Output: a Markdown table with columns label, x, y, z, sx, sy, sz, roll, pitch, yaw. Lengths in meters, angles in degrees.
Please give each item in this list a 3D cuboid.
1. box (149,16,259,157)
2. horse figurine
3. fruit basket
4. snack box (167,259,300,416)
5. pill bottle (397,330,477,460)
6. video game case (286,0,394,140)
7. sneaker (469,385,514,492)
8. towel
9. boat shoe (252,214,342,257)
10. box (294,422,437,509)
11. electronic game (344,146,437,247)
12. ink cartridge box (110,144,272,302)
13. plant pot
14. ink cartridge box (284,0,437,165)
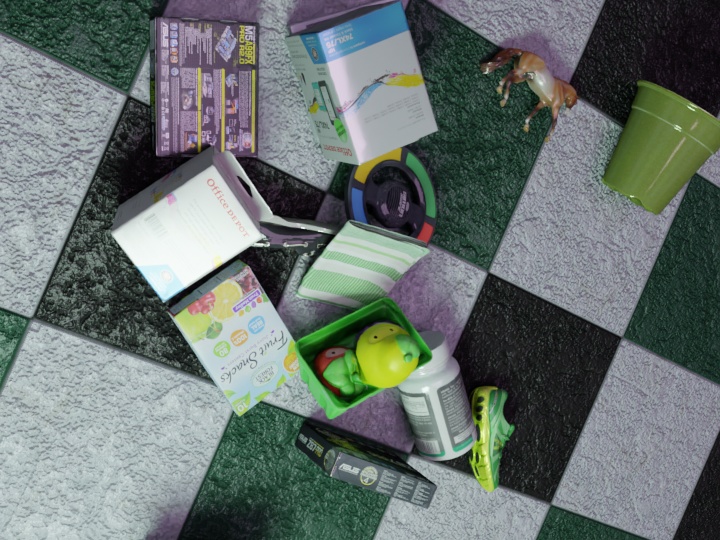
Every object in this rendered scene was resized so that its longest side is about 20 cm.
| label | x | y | z | sx | sy | sz | roll | pitch | yaw |
| --- | --- | --- | --- | --- | --- | --- | --- | --- | --- |
| box | -0.232 | -0.270 | 1.398 | 0.158 | 0.044 | 0.203 | -4 | 102 | -25 |
| horse figurine | 0.299 | -0.318 | 1.626 | 0.200 | 0.050 | 0.133 | 39 | 71 | -20 |
| fruit basket | 0.016 | 0.128 | 1.463 | 0.214 | 0.216 | 0.156 | -31 | 69 | -16 |
| snack box | -0.192 | 0.106 | 1.485 | 0.142 | 0.053 | 0.201 | -35 | 113 | -14 |
| pill bottle | 0.127 | 0.215 | 1.620 | 0.112 | 0.113 | 0.202 | -23 | 109 | -19 |
| video game case | -0.005 | -0.325 | 1.503 | 0.198 | 0.023 | 0.184 | -21 | 108 | -20 |
| sneaker | 0.245 | 0.310 | 1.716 | 0.083 | 0.074 | 0.203 | -5 | 102 | -20 |
| towel | 0.000 | 0.000 | 1.496 | 0.151 | 0.200 | 0.024 | 15 | 51 | -25 |
| boat shoe | -0.102 | -0.052 | 1.485 | 0.198 | 0.074 | 0.061 | 9 | 97 | -24 |
| box | 0.007 | 0.324 | 1.560 | 0.199 | 0.161 | 0.050 | 25 | 90 | -26 |
| electronic game | 0.052 | -0.109 | 1.531 | 0.198 | 0.041 | 0.203 | 5 | 82 | -41 |
| ink cartridge box | -0.238 | -0.077 | 1.358 | 0.199 | 0.125 | 0.129 | -32 | 113 | 3 |
| plant pot | 0.538 | -0.212 | 1.703 | 0.199 | 0.200 | 0.191 | 26 | 102 | -26 |
| ink cartridge box | 0.001 | -0.283 | 1.421 | 0.145 | 0.146 | 0.202 | -25 | 109 | -18 |
